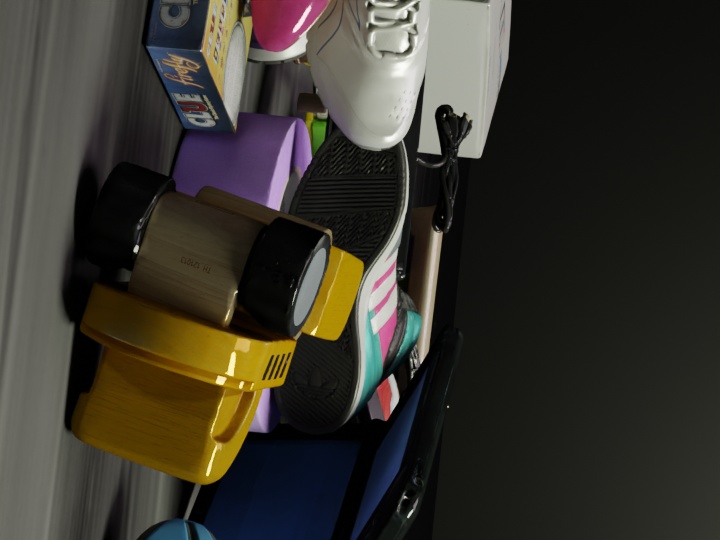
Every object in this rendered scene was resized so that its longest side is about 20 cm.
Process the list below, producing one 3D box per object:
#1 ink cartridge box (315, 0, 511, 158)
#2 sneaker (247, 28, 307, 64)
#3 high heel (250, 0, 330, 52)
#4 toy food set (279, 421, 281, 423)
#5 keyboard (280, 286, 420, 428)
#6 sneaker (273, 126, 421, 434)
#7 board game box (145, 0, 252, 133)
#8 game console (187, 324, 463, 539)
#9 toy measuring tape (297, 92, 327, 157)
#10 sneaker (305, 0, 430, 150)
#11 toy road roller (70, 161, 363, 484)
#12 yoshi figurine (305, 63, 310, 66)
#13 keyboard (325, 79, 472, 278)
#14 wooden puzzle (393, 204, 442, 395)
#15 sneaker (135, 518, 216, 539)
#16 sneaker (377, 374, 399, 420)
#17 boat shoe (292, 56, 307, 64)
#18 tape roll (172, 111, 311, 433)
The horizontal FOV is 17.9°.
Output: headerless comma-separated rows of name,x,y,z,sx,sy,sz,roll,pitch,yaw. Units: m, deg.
ink cartridge box,0.049,-0.211,1.963,0.200,0.146,0.146,-73,166,-59
sneaker,-0.042,-0.233,1.536,0.201,0.075,0.088,-77,164,-47
high heel,-0.046,-0.233,1.331,0.096,0.067,0.202,18,90,-53
toy food set,-0.077,0.189,1.668,0.201,0.048,0.199,-76,169,-48
keyboard,-0.013,0.055,1.581,0.021,0.126,0.201,-54,131,-62
sneaker,0.000,0.000,1.470,0.121,0.083,0.202,-21,124,-77
board game box,-0.085,-0.200,1.354,0.136,0.034,0.202,73,24,-73
game console,-0.029,0.127,1.482,0.176,0.116,0.201,-60,-174,35
toy measuring tape,-0.026,-0.091,1.780,0.200,0.073,0.074,31,65,-82
sneaker,0.012,-0.173,1.374,0.087,0.074,0.202,-167,-103,-75
toy road roller,-0.086,0.032,1.228,0.200,0.122,0.147,8,101,-81
yoshi figurine,0.002,-0.243,1.782,0.112,0.112,0.201,112,-10,-49
keyboard,0.025,-0.084,1.648,0.021,0.126,0.201,-28,-133,48
wooden puzzle,-0.018,0.045,1.737,0.199,0.046,0.187,-7,-108,52
sneaker,-0.126,0.242,1.312,0.082,0.073,0.202,150,-48,-79
sneaker,-0.032,0.037,1.631,0.113,0.071,0.201,55,13,-66
boat shoe,-0.027,-0.238,1.653,0.070,0.070,0.202,77,19,-66
tape roll,-0.078,0.000,1.453,0.200,0.065,0.202,6,90,-84
